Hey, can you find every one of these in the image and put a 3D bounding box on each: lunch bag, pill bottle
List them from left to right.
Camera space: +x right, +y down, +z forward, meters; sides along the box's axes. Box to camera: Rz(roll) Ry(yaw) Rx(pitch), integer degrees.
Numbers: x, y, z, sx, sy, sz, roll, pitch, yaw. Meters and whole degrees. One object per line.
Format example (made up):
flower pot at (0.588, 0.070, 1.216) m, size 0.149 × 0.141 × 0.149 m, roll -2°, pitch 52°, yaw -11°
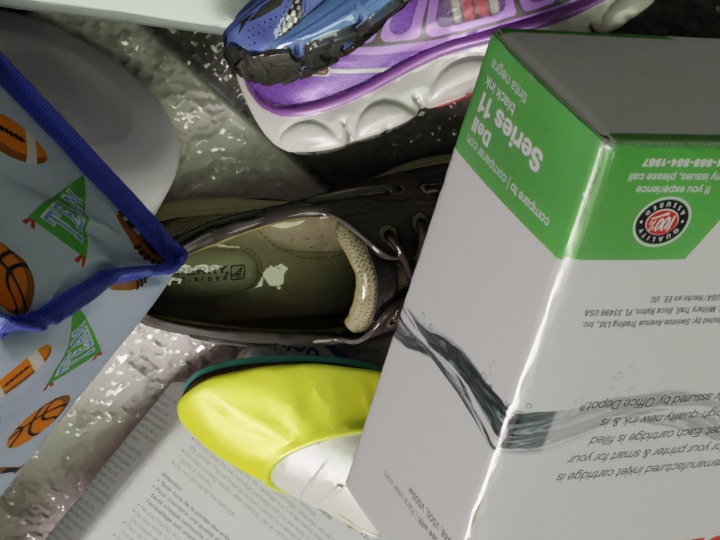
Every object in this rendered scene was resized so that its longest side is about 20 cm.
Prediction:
lunch bag at (-0.190, -0.011, 0.754) m, size 0.200 × 0.124 × 0.170 m, roll 49°, pitch 120°, yaw 12°
pill bottle at (-0.160, 0.007, 0.878) m, size 0.112 × 0.112 × 0.200 m, roll 23°, pitch 119°, yaw -16°

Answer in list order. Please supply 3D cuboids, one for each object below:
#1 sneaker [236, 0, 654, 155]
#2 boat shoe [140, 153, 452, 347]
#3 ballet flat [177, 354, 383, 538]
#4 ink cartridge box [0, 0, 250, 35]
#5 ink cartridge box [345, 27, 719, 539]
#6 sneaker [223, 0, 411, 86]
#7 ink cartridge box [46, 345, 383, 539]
sneaker at (0.043, -0.112, 0.836) m, size 0.200 × 0.081 × 0.084 m, roll -23°, pitch 103°, yaw 6°
boat shoe at (0.000, 0.000, 0.900) m, size 0.200 × 0.065 × 0.073 m, roll -10°, pitch 109°, yaw -3°
ballet flat at (0.023, 0.078, 0.924) m, size 0.200 × 0.067 × 0.067 m, roll 8°, pitch 142°, yaw -28°
ink cartridge box at (-0.113, -0.191, 0.784) m, size 0.196 × 0.043 × 0.200 m, roll 7°, pitch 101°, yaw -7°
ink cartridge box at (0.095, 0.021, 0.816) m, size 0.146 × 0.083 × 0.200 m, roll -1°, pitch 123°, yaw -32°
sneaker at (0.010, -0.146, 0.779) m, size 0.078 × 0.075 × 0.200 m, roll 37°, pitch 70°, yaw -5°
ink cartridge box at (-0.038, 0.145, 0.986) m, size 0.196 × 0.043 × 0.200 m, roll 44°, pitch 80°, yaw -25°
